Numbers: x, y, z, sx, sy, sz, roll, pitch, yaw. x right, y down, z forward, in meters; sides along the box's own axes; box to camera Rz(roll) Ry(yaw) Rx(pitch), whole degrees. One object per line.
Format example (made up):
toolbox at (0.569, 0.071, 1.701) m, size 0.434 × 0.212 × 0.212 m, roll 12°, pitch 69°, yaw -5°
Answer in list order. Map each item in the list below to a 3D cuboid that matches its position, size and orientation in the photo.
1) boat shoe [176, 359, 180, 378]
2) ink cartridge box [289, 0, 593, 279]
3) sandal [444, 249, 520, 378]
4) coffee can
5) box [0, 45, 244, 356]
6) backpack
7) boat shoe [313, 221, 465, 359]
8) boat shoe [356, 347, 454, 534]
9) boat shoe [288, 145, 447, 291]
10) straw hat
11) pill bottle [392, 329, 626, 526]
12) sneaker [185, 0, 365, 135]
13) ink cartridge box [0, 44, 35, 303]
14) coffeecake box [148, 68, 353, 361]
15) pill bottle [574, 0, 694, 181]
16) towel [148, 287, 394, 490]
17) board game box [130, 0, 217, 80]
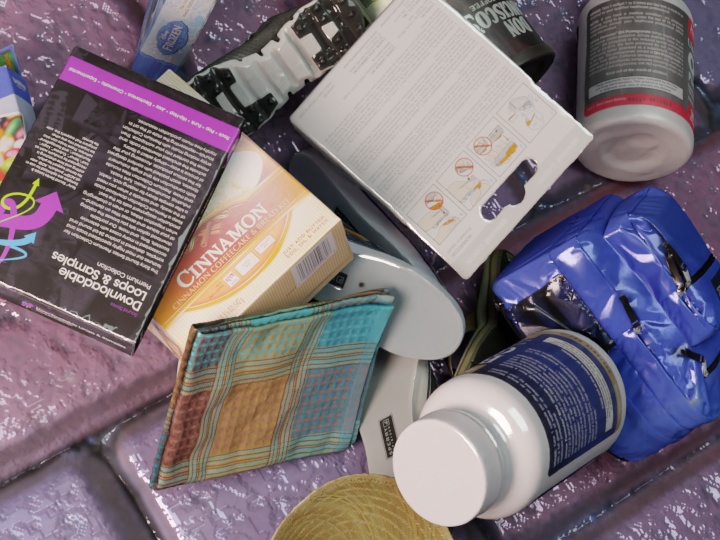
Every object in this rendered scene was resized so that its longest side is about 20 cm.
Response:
boat shoe at (-0.117, 0.026, 1.494) m, size 0.071 × 0.060 × 0.202 m, roll 6°, pitch 63°, yaw -21°
ink cartridge box at (0.066, -0.116, 1.540) m, size 0.200 × 0.050 × 0.162 m, roll 42°, pitch 89°, yaw 4°
sandal at (0.104, 0.066, 1.581) m, size 0.080 × 0.057 × 0.202 m, roll 56°, pitch 32°, yaw -28°
coffee can at (0.054, -0.223, 1.646) m, size 0.146 × 0.146 × 0.201 m, roll -31°, pitch 80°, yaw -33°
box at (-0.189, -0.053, 1.382) m, size 0.142 × 0.036 × 0.201 m, roll 24°, pitch 65°, yaw 2°
backpack at (0.228, 0.048, 1.560) m, size 0.201 × 0.167 × 0.162 m, roll 58°, pitch 32°, yaw -4°
boat shoe at (0.000, 0.000, 1.524) m, size 0.199 × 0.071 × 0.091 m, roll 27°, pitch 19°, yaw 4°
boat shoe at (0.039, 0.127, 1.519) m, size 0.064 × 0.070 × 0.201 m, roll 35°, pitch 39°, yaw -45°
boat shoe at (0.030, -0.033, 1.591) m, size 0.086 × 0.075 × 0.202 m, roll -29°, pitch 70°, yaw -35°
straw hat at (-0.018, 0.250, 1.410) m, size 0.200 × 0.085 × 0.203 m, roll 1°, pitch 88°, yaw -33°
pill bottle at (0.112, 0.122, 1.429) m, size 0.199 × 0.111 × 0.111 m, roll -23°, pitch 75°, yaw -52°
sneaker at (-0.087, -0.165, 1.591) m, size 0.199 × 0.091 × 0.067 m, roll -35°, pitch 103°, yaw -2°
ink cartridge box at (-0.298, -0.071, 1.435) m, size 0.119 × 0.042 × 0.201 m, roll -22°, pitch 68°, yaw 11°
coffeecake box at (-0.130, -0.033, 1.445) m, size 0.153 × 0.073 × 0.200 m, roll -44°, pitch 66°, yaw -12°
pill bottle at (0.255, -0.194, 1.746) m, size 0.110 × 0.111 × 0.202 m, roll 15°, pitch 60°, yaw -17°
towel at (-0.064, 0.091, 1.424) m, size 0.199 × 0.148 × 0.022 m, roll -9°, pitch 35°, yaw -43°
board game box at (-0.129, -0.289, 1.563) m, size 0.043 × 0.199 × 0.201 m, roll 18°, pitch 58°, yaw -15°
